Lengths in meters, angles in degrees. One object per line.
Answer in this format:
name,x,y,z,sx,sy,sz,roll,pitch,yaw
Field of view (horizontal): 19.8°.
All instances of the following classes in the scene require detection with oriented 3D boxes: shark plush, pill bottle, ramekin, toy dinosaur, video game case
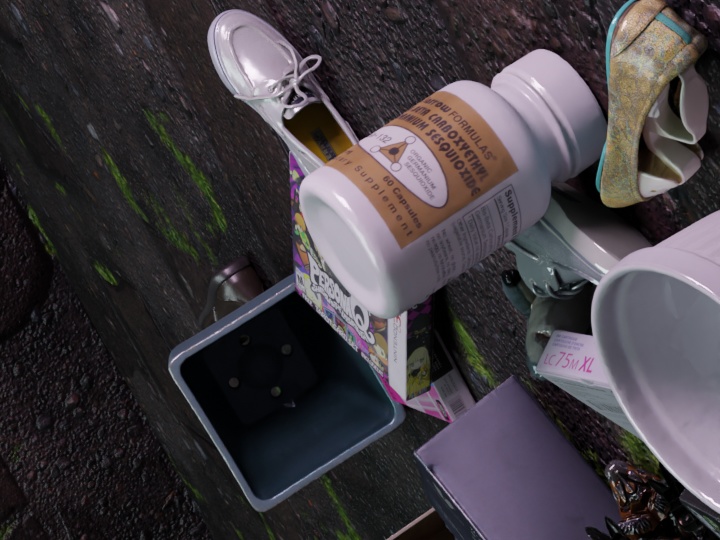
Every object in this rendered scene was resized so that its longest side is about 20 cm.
shark plush,0.147,0.052,1.587,0.200,0.091,0.084,90,-176,-82
pill bottle,0.067,-0.065,1.423,0.114,0.200,0.114,50,163,22
ramekin,0.247,0.053,1.270,0.200,0.105,0.200,42,153,27
toy dinosaur,0.260,0.216,1.648,0.200,0.102,0.136,24,171,39
video game case,0.000,0.000,1.982,0.200,0.036,0.182,44,147,38

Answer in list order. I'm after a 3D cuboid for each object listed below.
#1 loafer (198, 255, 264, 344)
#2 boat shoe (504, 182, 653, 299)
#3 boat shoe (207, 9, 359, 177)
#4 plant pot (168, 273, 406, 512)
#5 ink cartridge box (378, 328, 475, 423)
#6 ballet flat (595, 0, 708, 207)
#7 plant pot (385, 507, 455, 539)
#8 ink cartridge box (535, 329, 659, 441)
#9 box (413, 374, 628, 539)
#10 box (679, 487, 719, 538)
loafer,-0.150,0.056,2.517,0.071,0.073,0.200,53,164,17
boat shoe,0.145,-0.016,1.489,0.201,0.070,0.072,43,117,54
boat shoe,-0.060,-0.153,1.854,0.202,0.075,0.086,56,165,-5
plant pot,-0.097,0.121,2.297,0.197,0.196,0.200,59,172,-11
ink cartridge box,0.046,0.093,2.097,0.095,0.037,0.200,62,165,-16
ballet flat,0.185,-0.089,1.290,0.071,0.071,0.200,48,162,28
plant pot,0.123,0.316,2.045,0.200,0.200,0.177,55,175,4
ink cartridge box,0.231,0.107,1.449,0.200,0.042,0.119,35,167,-29
box,0.156,0.224,1.830,0.197,0.117,0.200,50,173,18
box,0.332,0.216,1.371,0.200,0.048,0.193,41,170,-26
